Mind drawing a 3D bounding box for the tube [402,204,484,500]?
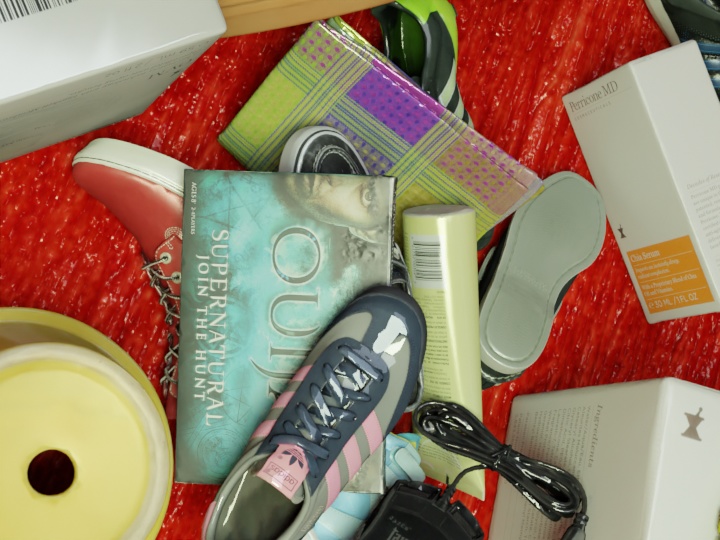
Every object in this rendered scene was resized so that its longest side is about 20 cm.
[{"bbox_3d":[0.058,0.055,0.890,0.052,0.058,0.200,-2,100,7],"label":"tube"}]

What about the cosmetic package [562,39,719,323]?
[{"bbox_3d":[0.245,-0.066,1.006,0.071,0.101,0.200,-21,89,-24],"label":"cosmetic package"}]

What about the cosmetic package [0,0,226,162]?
[{"bbox_3d":[-0.216,-0.140,0.765,0.199,0.200,0.123,-23,94,-24],"label":"cosmetic package"}]

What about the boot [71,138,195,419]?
[{"bbox_3d":[-0.127,0.015,0.852,0.200,0.072,0.144,35,71,-18],"label":"boot"}]

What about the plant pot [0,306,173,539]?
[{"bbox_3d":[-0.195,0.115,0.739,0.200,0.189,0.201,4,81,-23],"label":"plant pot"}]

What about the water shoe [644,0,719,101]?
[{"bbox_3d":[0.309,-0.189,1.065,0.071,0.079,0.200,-43,99,-23],"label":"water shoe"}]

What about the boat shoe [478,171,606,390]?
[{"bbox_3d":[0.124,0.005,0.964,0.076,0.060,0.200,39,54,-2],"label":"boat shoe"}]

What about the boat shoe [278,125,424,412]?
[{"bbox_3d":[0.000,0.000,0.851,0.072,0.068,0.200,-15,98,-29],"label":"boat shoe"}]

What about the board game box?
[{"bbox_3d":[-0.047,0.038,0.809,0.135,0.028,0.200,2,93,6],"label":"board game box"}]

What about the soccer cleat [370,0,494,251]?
[{"bbox_3d":[0.049,-0.106,0.931,0.081,0.067,0.200,-21,100,-52],"label":"soccer cleat"}]

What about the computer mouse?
[{"bbox_3d":[0.060,0.192,0.818,0.140,0.046,0.200,26,59,10],"label":"computer mouse"}]

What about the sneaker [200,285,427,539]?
[{"bbox_3d":[-0.026,0.100,0.754,0.070,0.082,0.200,31,96,5],"label":"sneaker"}]

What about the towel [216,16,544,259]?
[{"bbox_3d":[0.012,-0.074,0.896,0.200,0.144,0.023,35,36,-15],"label":"towel"}]

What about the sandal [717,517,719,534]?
[{"bbox_3d":[0.245,0.191,0.753,0.079,0.087,0.200,36,67,-11],"label":"sandal"}]

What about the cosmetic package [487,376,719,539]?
[{"bbox_3d":[0.210,0.179,0.897,0.165,0.200,0.165,17,75,-19],"label":"cosmetic package"}]

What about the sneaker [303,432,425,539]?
[{"bbox_3d":[0.011,0.184,0.877,0.130,0.080,0.200,-32,95,-23],"label":"sneaker"}]

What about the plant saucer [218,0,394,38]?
[{"bbox_3d":[-0.039,-0.190,0.857,0.200,0.200,0.038,-20,108,-25],"label":"plant saucer"}]
